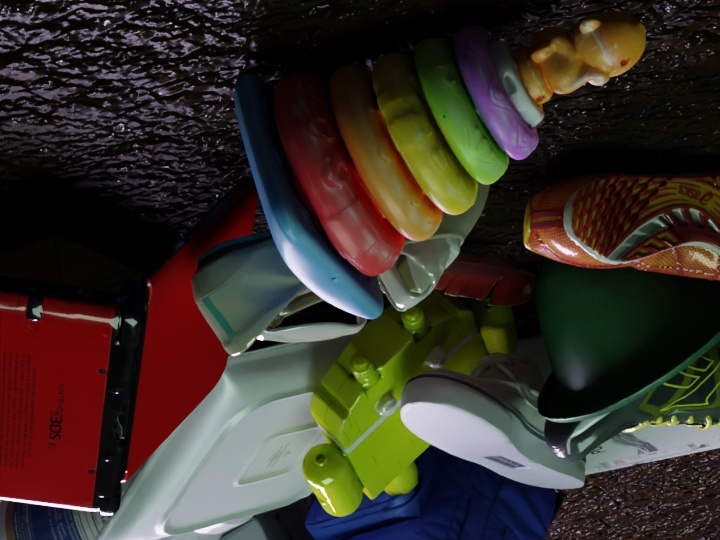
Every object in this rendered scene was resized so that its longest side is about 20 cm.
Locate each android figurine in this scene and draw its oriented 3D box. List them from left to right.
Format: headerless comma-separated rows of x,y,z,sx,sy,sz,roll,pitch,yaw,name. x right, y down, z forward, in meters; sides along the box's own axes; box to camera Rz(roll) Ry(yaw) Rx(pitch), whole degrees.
0.032,0.082,1.402,0.182,0.041,0.200,-42,154,-12,android figurine

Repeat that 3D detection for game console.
-0.156,0.036,1.187,0.171,0.119,0.200,8,141,-5,game console

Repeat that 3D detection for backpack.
0.037,0.214,1.612,0.162,0.200,0.168,-27,119,36,backpack

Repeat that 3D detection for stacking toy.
0.046,-0.076,1.017,0.199,0.110,0.116,-27,144,14,stacking toy

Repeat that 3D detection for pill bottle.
-0.171,0.176,1.576,0.200,0.112,0.111,-24,155,37,pill bottle

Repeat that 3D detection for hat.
0.132,-0.018,1.309,0.165,0.176,0.200,-26,-167,41,hat

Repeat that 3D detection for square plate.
-0.060,0.114,1.421,0.198,0.028,0.200,-9,145,-44,square plate

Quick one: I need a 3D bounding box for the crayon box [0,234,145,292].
-0.192,0.034,1.264,0.126,0.051,0.200,-18,159,22,crayon box

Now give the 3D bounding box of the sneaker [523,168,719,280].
0.186,-0.030,1.255,0.199,0.073,0.077,8,176,-31,sneaker

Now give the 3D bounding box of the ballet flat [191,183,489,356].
0.000,0.000,1.153,0.199,0.070,0.069,-18,167,-30,ballet flat

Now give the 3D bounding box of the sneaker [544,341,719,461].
0.210,0.076,1.385,0.200,0.085,0.074,-34,-170,-22,sneaker

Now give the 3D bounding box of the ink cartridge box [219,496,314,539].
-0.067,0.260,1.689,0.083,0.146,0.200,-30,180,8,ink cartridge box

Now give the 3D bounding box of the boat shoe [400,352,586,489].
0.093,0.088,1.388,0.071,0.070,0.200,-5,158,36,boat shoe

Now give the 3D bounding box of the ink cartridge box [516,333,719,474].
0.206,0.087,1.536,0.199,0.083,0.147,-14,161,12,ink cartridge box
